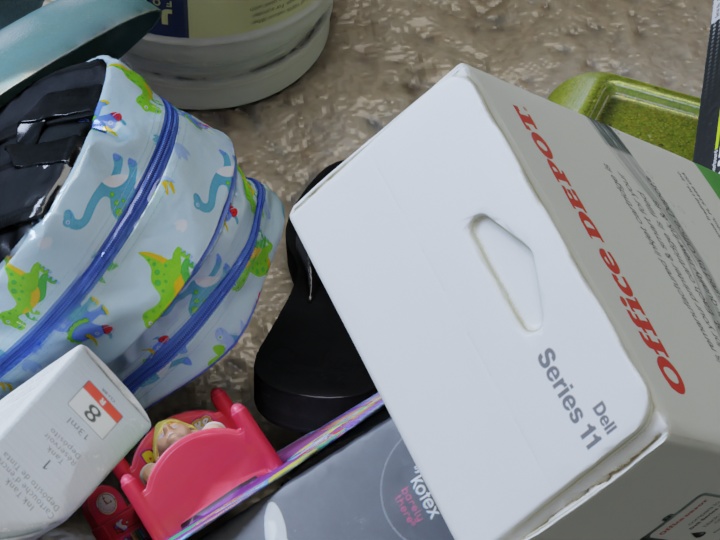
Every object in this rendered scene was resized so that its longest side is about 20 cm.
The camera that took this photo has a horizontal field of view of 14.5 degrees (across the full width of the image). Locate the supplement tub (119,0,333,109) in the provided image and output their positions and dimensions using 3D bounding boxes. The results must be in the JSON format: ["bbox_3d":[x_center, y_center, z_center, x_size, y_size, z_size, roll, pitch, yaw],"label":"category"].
[{"bbox_3d":[-0.075,-0.188,1.307,0.145,0.200,0.145,0,47,0],"label":"supplement tub"}]

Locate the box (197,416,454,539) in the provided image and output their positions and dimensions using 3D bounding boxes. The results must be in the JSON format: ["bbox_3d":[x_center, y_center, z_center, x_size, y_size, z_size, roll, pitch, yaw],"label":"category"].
[{"bbox_3d":[0.005,0.142,1.004,0.200,0.106,0.122,-33,65,7],"label":"box"}]

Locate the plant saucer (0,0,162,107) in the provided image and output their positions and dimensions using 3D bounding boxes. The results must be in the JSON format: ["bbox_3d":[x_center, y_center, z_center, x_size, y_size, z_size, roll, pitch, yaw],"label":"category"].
[{"bbox_3d":[-0.174,-0.064,1.209,0.200,0.200,0.027,-36,92,-28],"label":"plant saucer"}]

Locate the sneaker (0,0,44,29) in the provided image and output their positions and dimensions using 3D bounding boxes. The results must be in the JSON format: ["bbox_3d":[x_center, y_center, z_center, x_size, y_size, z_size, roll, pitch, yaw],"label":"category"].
[{"bbox_3d":[-0.177,-0.151,1.273,0.071,0.200,0.099,2,71,-18],"label":"sneaker"}]

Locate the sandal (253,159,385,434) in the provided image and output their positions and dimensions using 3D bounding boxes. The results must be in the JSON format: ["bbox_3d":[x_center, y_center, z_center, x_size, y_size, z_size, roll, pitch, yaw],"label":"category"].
[{"bbox_3d":[0.001,0.000,1.213,0.076,0.043,0.200,3,30,4],"label":"sandal"}]

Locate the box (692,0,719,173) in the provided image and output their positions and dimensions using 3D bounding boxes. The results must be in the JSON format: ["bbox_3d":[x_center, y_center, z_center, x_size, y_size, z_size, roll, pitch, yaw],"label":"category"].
[{"bbox_3d":[0.227,-0.032,1.197,0.193,0.047,0.200,35,44,-23],"label":"box"}]

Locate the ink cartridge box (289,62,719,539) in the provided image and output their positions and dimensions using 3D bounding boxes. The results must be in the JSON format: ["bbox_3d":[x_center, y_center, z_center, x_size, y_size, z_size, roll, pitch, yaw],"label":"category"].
[{"bbox_3d":[0.086,0.029,0.934,0.083,0.200,0.147,-39,60,22],"label":"ink cartridge box"}]

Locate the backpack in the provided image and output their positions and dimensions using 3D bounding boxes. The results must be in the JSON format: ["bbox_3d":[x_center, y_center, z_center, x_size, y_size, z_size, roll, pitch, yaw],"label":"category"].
[{"bbox_3d":[-0.125,-0.001,1.142,0.154,0.200,0.163,29,48,-6],"label":"backpack"}]

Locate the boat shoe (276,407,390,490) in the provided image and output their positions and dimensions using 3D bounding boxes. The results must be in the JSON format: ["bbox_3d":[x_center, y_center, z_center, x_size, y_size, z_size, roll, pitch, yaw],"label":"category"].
[{"bbox_3d":[0.064,0.059,1.112,0.200,0.093,0.075,-23,89,11],"label":"boat shoe"}]

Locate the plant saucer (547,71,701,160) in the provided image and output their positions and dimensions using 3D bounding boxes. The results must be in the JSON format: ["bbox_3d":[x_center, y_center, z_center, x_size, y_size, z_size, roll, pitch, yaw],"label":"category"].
[{"bbox_3d":[0.146,-0.009,1.245,0.199,0.048,0.200,17,50,15],"label":"plant saucer"}]

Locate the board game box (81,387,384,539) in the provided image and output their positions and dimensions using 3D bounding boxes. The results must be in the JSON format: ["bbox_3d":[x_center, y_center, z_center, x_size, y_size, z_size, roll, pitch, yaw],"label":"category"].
[{"bbox_3d":[-0.069,0.076,1.073,0.039,0.200,0.158,57,39,0],"label":"board game box"}]

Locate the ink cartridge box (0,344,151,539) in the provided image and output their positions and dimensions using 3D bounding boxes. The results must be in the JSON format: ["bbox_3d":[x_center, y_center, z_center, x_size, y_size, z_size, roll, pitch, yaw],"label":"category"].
[{"bbox_3d":[-0.177,0.124,1.026,0.050,0.162,0.200,48,37,-11],"label":"ink cartridge box"}]
